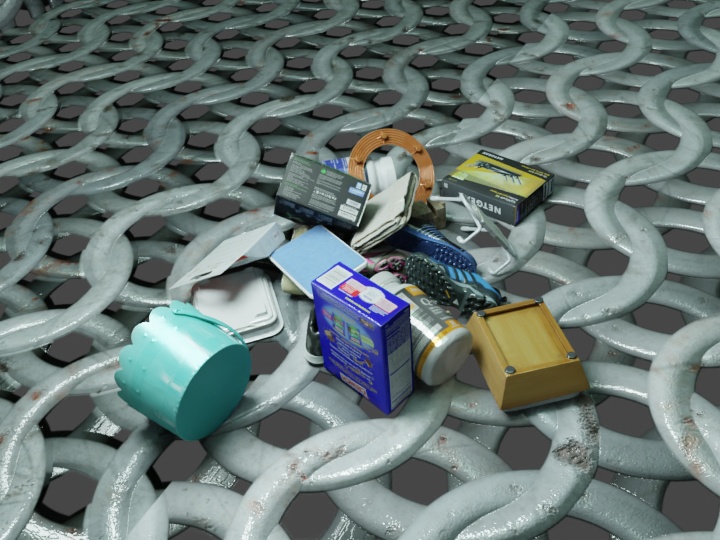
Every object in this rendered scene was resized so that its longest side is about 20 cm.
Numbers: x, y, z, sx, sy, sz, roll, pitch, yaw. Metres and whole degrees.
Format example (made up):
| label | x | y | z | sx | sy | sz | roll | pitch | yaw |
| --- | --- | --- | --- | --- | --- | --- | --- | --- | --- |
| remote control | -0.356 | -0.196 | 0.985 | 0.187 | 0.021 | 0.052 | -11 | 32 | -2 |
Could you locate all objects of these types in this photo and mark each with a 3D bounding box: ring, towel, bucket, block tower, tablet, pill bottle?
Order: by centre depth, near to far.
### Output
| label | x | y | z | sx | sy | sz | roll | pitch | yaw |
| --- | --- | --- | --- | --- | --- | --- | --- | --- | --- |
| bucket | -0.283 | 0.167 | 1.304 | 0.134 | 0.209 | 0.207 | 28 | 49 | 24 |
| pill bottle | 0.089 | 0.096 | 1.377 | 0.116 | 0.117 | 0.200 | -31 | 54 | -27 |
| tablet | -0.084 | -0.020 | 1.519 | 0.129 | 0.014 | 0.200 | -32 | 36 | -15 |
| towel | 0.048 | -0.118 | 1.593 | 0.132 | 0.035 | 0.201 | -31 | 22 | 27 |
| block tower | 0.090 | -0.102 | 1.696 | 0.198 | 0.058 | 0.054 | -19 | 39 | -13 |
| ring | 0.069 | -0.212 | 1.731 | 0.198 | 0.203 | 0.019 | -20 | -2 | -17 |
| pill bottle | -0.022 | -0.195 | 1.781 | 0.197 | 0.117 | 0.116 | -9 | 38 | -5 |

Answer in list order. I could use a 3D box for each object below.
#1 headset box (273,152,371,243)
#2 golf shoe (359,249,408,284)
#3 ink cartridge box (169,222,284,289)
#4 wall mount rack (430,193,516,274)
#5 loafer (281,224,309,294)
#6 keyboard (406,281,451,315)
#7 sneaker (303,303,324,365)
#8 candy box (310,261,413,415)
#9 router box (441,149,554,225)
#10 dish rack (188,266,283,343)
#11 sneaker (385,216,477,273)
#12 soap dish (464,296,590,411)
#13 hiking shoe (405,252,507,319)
| label | x | y | z | sx | sy | sz | roll | pitch | yaw |
| --- | --- | --- | --- | --- | --- | --- | --- | --- | --- |
| headset box | -0.081 | -0.141 | 1.624 | 0.172 | 0.200 | 0.094 | 21 | 79 | -4 |
| golf shoe | 0.000 | 0.000 | 1.578 | 0.197 | 0.074 | 0.092 | -4 | 21 | -9 |
| ink cartridge box | -0.261 | -0.013 | 1.579 | 0.161 | 0.057 | 0.200 | -16 | 27 | 37 |
| wall mount rack | 0.224 | -0.087 | 1.592 | 0.074 | 0.200 | 0.175 | -38 | 38 | 15 |
| loafer | -0.130 | -0.023 | 1.613 | 0.067 | 0.076 | 0.201 | -10 | 34 | 4 |
| keyboard | 0.087 | 0.087 | 1.489 | 0.126 | 0.021 | 0.199 | 27 | 51 | 37 |
| sneaker | -0.046 | 0.071 | 1.450 | 0.066 | 0.091 | 0.201 | 18 | 51 | 15 |
| candy box | 0.006 | 0.113 | 1.322 | 0.077 | 0.202 | 0.168 | -32 | 46 | -31 |
| router box | 0.305 | -0.188 | 1.774 | 0.199 | 0.053 | 0.157 | 26 | 49 | 35 |
| dish rack | -0.247 | 0.065 | 1.549 | 0.170 | 0.044 | 0.201 | -14 | 40 | -10 |
| sneaker | 0.147 | -0.056 | 1.588 | 0.198 | 0.071 | 0.078 | 28 | 40 | 4 |
| soap dish | 0.277 | 0.136 | 1.348 | 0.155 | 0.082 | 0.201 | -11 | 37 | -6 |
| hiking shoe | 0.174 | 0.027 | 1.494 | 0.199 | 0.075 | 0.087 | 34 | 32 | 9 |
